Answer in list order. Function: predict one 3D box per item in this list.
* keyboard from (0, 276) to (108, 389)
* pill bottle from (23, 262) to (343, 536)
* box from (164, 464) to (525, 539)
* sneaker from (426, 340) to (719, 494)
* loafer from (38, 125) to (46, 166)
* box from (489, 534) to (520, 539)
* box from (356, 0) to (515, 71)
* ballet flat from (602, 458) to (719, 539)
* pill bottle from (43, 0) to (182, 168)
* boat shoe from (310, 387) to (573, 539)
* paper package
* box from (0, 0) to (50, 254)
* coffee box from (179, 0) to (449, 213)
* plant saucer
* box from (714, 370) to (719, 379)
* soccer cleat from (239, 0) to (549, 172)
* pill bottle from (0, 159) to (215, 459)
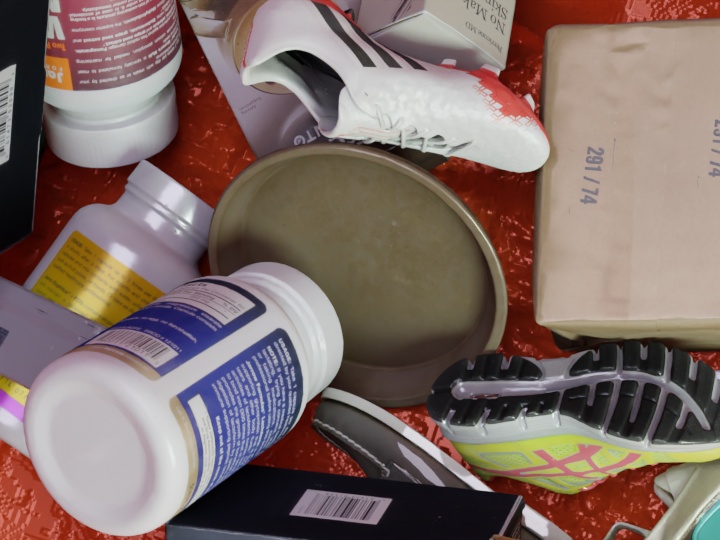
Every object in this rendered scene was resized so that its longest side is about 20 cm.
[{"bbox_3d":[-0.229,0.036,1.537,0.200,0.011,0.056,22,83,46],"label":"keyboard"},{"bbox_3d":[-0.102,0.071,1.458,0.116,0.200,0.116,14,117,29],"label":"pill bottle"},{"bbox_3d":[-0.008,0.227,1.457,0.200,0.104,0.182,4,109,14],"label":"box"},{"bbox_3d":[0.147,0.100,1.496,0.200,0.090,0.078,2,46,25],"label":"sneaker"},{"bbox_3d":[-0.253,-0.100,1.649,0.063,0.072,0.200,23,77,36],"label":"loafer"},{"bbox_3d":[0.131,0.249,1.412,0.021,0.200,0.164,18,92,54],"label":"box"},{"bbox_3d":[0.059,-0.220,1.550,0.068,0.082,0.200,-20,51,43],"label":"box"},{"bbox_3d":[0.193,0.163,1.486,0.069,0.069,0.200,39,89,17],"label":"ballet flat"},{"bbox_3d":[-0.174,-0.173,1.564,0.109,0.200,0.110,-3,36,2],"label":"pill bottle"},{"bbox_3d":[0.046,0.147,1.516,0.202,0.072,0.060,34,82,13],"label":"boat shoe"},{"bbox_3d":[0.206,-0.053,1.507,0.190,0.103,0.200,-1,79,14],"label":"paper package"},{"bbox_3d":[-0.313,-0.118,1.510,0.196,0.124,0.200,21,121,22],"label":"box"},{"bbox_3d":[-0.037,-0.140,1.592,0.113,0.080,0.200,-28,73,5],"label":"coffee box"},{"bbox_3d":[0.000,0.000,1.523,0.200,0.200,0.029,12,37,15],"label":"plant saucer"},{"bbox_3d":[0.299,0.077,1.490,0.200,0.039,0.041,-4,79,12],"label":"box"},{"bbox_3d":[0.019,-0.102,1.466,0.200,0.069,0.085,29,51,-2],"label":"soccer cleat"},{"bbox_3d":[-0.172,0.029,1.574,0.104,0.104,0.200,35,88,17],"label":"pill bottle"}]
